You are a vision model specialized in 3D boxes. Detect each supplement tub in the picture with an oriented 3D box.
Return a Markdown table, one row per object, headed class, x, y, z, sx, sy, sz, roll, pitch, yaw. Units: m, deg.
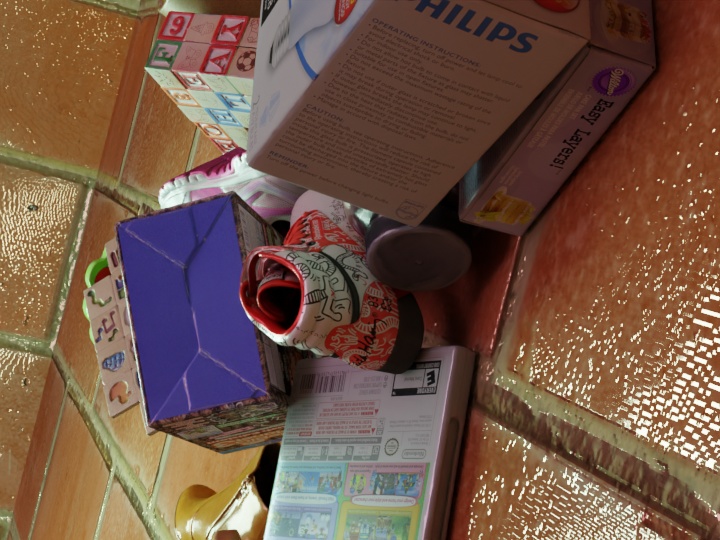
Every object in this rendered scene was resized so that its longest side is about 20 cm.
| class | x | y | z | sx | sy | sz | roll | pitch | yaw |
| --- | --- | --- | --- | --- | --- | --- | --- | --- | --- |
| supplement tub | 0.040 | -0.085 | 1.214 | 0.107 | 0.106 | 0.201 | 123 | 155 | -49 |

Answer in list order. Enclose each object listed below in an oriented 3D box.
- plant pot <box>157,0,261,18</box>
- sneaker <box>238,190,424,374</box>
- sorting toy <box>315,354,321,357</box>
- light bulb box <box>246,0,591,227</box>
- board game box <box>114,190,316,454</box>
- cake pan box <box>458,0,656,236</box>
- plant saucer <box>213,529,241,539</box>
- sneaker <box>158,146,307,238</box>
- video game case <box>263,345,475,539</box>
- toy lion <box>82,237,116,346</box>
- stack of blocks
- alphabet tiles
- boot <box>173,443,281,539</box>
| class | x | y | z | sx | sy | sz | roll | pitch | yaw |
| --- | --- | --- | --- | --- | --- | --- | --- | --- | --- |
| plant pot | -0.071 | -0.248 | 1.564 | 0.186 | 0.199 | 0.188 | -165 | 90 | -74 |
| sneaker | -0.037 | -0.009 | 1.223 | 0.067 | 0.107 | 0.202 | -60 | 34 | 24 |
| sorting toy | -0.079 | 0.047 | 1.546 | 0.201 | 0.106 | 0.180 | -64 | 30 | 4 |
| light bulb box | 0.032 | -0.171 | 1.069 | 0.200 | 0.124 | 0.199 | -48 | 32 | 47 |
| board game box | -0.104 | 0.047 | 1.380 | 0.200 | 0.096 | 0.160 | 46 | -149 | -73 |
| cake pan box | 0.117 | -0.152 | 1.107 | 0.184 | 0.052 | 0.201 | 126 | 153 | -49 |
| plant saucer | -0.084 | 0.296 | 1.340 | 0.200 | 0.032 | 0.202 | 174 | 90 | -89 |
| sneaker | -0.097 | -0.056 | 1.492 | 0.200 | 0.081 | 0.089 | -13 | 103 | 51 |
| video game case | -0.001 | 0.147 | 1.217 | 0.200 | 0.022 | 0.183 | -9 | 67 | 55 |
| toy lion | -0.160 | 0.008 | 1.666 | 0.069 | 0.191 | 0.201 | -170 | 94 | -74 |
| stack of blocks | -0.084 | -0.141 | 1.536 | 0.200 | 0.115 | 0.059 | 49 | -124 | -53 |
| alphabet tiles | -0.169 | 0.037 | 1.562 | 0.166 | 0.006 | 0.201 | -29 | 58 | 21 |
| boot | -0.103 | 0.205 | 1.554 | 0.145 | 0.070 | 0.201 | -63 | 23 | 21 |
